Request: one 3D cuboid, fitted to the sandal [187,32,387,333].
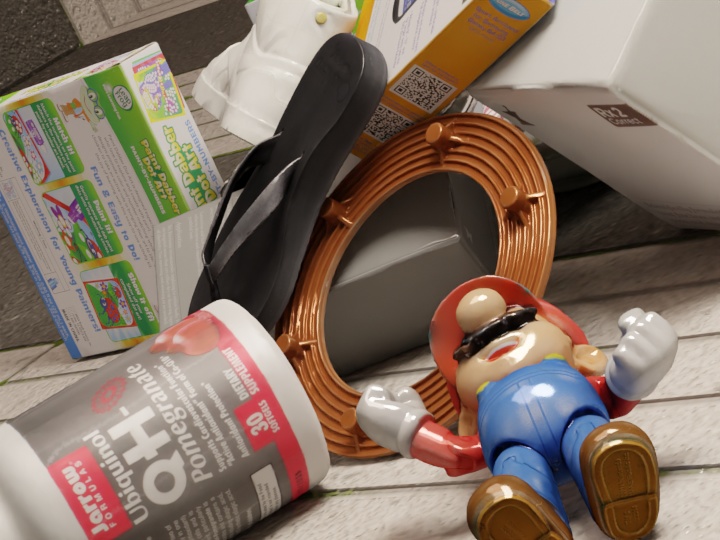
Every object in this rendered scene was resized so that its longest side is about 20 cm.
[{"bbox_3d":[-0.053,-0.043,1.313,0.076,0.043,0.201,33,100,55],"label":"sandal"}]

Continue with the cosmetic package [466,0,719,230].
[{"bbox_3d":[0.193,-0.143,1.262,0.201,0.164,0.165,-63,22,-8],"label":"cosmetic package"}]

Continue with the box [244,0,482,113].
[{"bbox_3d":[0.043,-0.168,1.761,0.199,0.177,0.097,-23,14,16],"label":"box"}]

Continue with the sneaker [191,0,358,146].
[{"bbox_3d":[-0.047,-0.137,1.459,0.116,0.073,0.200,-65,16,5],"label":"sneaker"}]

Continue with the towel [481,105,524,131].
[{"bbox_3d":[0.110,-0.146,1.496,0.147,0.030,0.200,-63,3,18],"label":"towel"}]

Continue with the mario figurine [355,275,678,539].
[{"bbox_3d":[0.068,0.052,1.050,0.123,0.107,0.200,7,19,-10],"label":"mario figurine"}]

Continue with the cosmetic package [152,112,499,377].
[{"bbox_3d":[-0.018,-0.002,1.384,0.199,0.090,0.107,-19,50,16],"label":"cosmetic package"}]

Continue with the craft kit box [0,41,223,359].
[{"bbox_3d":[-0.175,-0.045,1.660,0.197,0.201,0.048,-10,19,47],"label":"craft kit box"}]

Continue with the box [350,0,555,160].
[{"bbox_3d":[0.058,-0.156,1.307,0.200,0.041,0.120,-39,29,45],"label":"box"}]

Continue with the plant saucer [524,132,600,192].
[{"bbox_3d":[0.157,-0.098,1.564,0.199,0.050,0.200,-25,14,7],"label":"plant saucer"}]

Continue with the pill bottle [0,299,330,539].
[{"bbox_3d":[-0.125,0.108,1.195,0.199,0.111,0.111,-31,14,-17],"label":"pill bottle"}]

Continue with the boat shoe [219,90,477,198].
[{"bbox_3d":[-0.004,-0.084,1.552,0.199,0.071,0.064,-34,-7,-6],"label":"boat shoe"}]

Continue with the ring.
[{"bbox_3d":[0.022,0.004,1.256,0.200,0.019,0.201,-26,50,36],"label":"ring"}]
